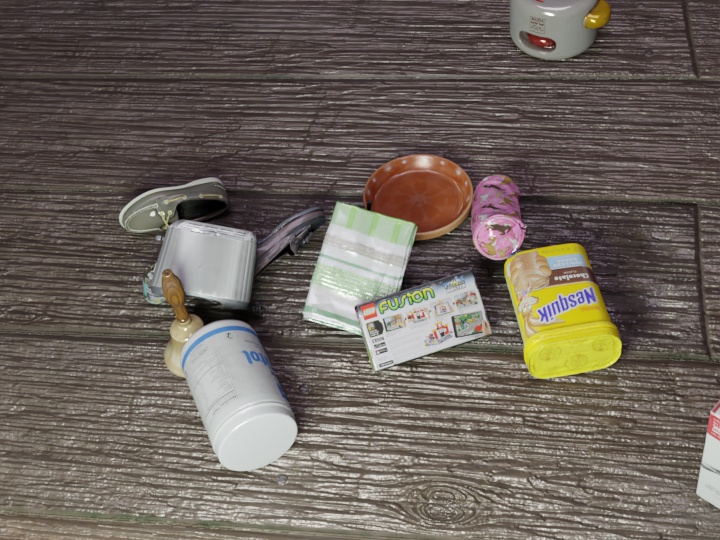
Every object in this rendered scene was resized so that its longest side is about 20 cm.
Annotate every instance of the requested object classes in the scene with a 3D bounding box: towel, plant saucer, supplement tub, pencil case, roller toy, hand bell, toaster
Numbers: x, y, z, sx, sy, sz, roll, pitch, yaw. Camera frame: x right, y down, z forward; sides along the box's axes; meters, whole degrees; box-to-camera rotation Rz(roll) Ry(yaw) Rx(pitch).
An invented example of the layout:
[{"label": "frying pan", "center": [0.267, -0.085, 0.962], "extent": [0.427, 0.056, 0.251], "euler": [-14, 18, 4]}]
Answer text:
[{"label": "towel", "center": [0.000, 0.000, 1.762], "extent": [0.147, 0.031, 0.203], "euler": [16, 82, 2]}, {"label": "plant saucer", "center": [0.103, -0.129, 1.939], "extent": [0.197, 0.033, 0.202], "euler": [-3, 49, 4]}, {"label": "supplement tub", "center": [-0.187, 0.186, 1.639], "extent": [0.130, 0.133, 0.201], "euler": [-22, 51, -12]}, {"label": "pencil case", "center": [0.231, -0.093, 1.818], "extent": [0.086, 0.083, 0.201], "euler": [24, 25, -7]}, {"label": "roller toy", "center": [0.391, -0.528, 2.175], "extent": [0.180, 0.141, 0.201], "euler": [-15, 49, -5]}, {"label": "hand bell", "center": [-0.283, 0.068, 1.707], "extent": [0.102, 0.201, 0.105], "euler": [-4, 48, 5]}, {"label": "toaster", "center": [-0.245, -0.008, 1.786], "extent": [0.197, 0.114, 0.131], "euler": [10, 88, -3]}]

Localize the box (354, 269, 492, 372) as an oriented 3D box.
[{"label": "box", "center": [0.100, 0.080, 1.722], "extent": [0.197, 0.035, 0.112], "euler": [-16, 82, -7]}]

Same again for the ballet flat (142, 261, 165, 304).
[{"label": "ballet flat", "center": [-0.303, -0.025, 1.878], "extent": [0.072, 0.073, 0.200], "euler": [27, 57, 27]}]

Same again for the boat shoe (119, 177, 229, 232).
[{"label": "boat shoe", "center": [-0.335, -0.110, 1.953], "extent": [0.199, 0.073, 0.061], "euler": [-19, 44, -14]}]

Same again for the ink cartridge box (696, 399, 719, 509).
[{"label": "ink cartridge box", "center": [0.536, 0.225, 1.466], "extent": [0.083, 0.201, 0.144], "euler": [31, 58, 34]}]

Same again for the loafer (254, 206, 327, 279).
[{"label": "loafer", "center": [-0.138, -0.037, 1.878], "extent": [0.198, 0.072, 0.063], "euler": [-31, 71, -11]}]

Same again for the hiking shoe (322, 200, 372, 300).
[{"label": "hiking shoe", "center": [-0.031, -0.028, 1.823], "extent": [0.075, 0.101, 0.201], "euler": [15, 52, 22]}]

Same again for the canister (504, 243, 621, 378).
[{"label": "canister", "center": [0.314, 0.059, 1.714], "extent": [0.146, 0.087, 0.202], "euler": [-10, 47, 0]}]
